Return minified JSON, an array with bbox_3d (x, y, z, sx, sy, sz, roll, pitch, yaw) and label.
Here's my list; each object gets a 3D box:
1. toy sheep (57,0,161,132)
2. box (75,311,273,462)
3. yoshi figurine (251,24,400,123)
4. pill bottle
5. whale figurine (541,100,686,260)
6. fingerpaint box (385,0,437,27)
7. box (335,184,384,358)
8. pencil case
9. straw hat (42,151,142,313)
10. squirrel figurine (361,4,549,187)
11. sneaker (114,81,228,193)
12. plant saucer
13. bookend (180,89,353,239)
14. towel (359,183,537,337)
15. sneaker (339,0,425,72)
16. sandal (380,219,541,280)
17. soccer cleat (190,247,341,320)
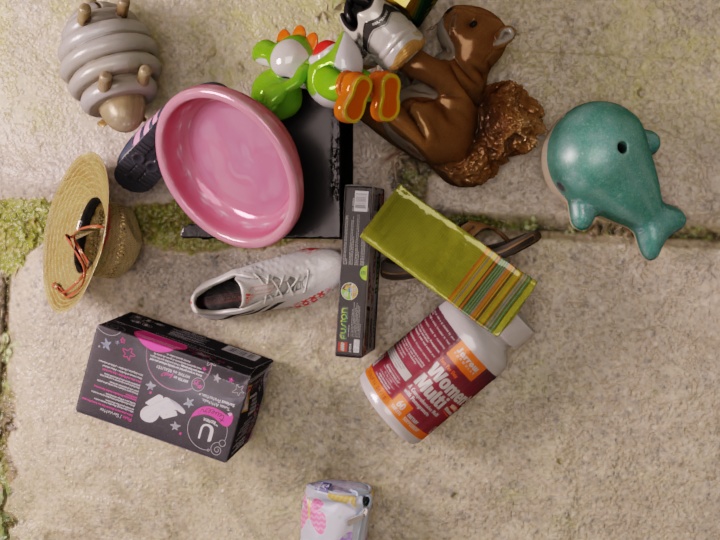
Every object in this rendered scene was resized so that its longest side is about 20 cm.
[{"bbox_3d":[-0.307,-0.262,1.677,0.137,0.138,0.202,-16,78,8],"label":"toy sheep"},{"bbox_3d":[-0.225,0.141,1.678,0.198,0.132,0.116,19,98,7],"label":"box"},{"bbox_3d":[-0.054,-0.201,1.558,0.199,0.113,0.112,26,64,41],"label":"yoshi figurine"},{"bbox_3d":[0.105,0.105,1.642,0.200,0.110,0.110,-41,86,8],"label":"pill bottle"},{"bbox_3d":[0.306,-0.107,1.603,0.159,0.104,0.200,-44,97,-17],"label":"whale figurine"},{"bbox_3d":[-0.001,-0.377,1.612,0.199,0.167,0.074,35,96,5],"label":"fingerpaint box"},{"bbox_3d":[0.000,0.000,1.653,0.034,0.110,0.202,4,92,8],"label":"box"},{"bbox_3d":[-0.030,0.355,1.681,0.090,0.083,0.202,8,94,30],"label":"pencil case"},{"bbox_3d":[-0.319,-0.039,1.705,0.085,0.201,0.203,13,95,-33],"label":"straw hat"},{"bbox_3d":[0.126,-0.209,1.634,0.199,0.141,0.187,37,86,-9],"label":"squirrel figurine"},{"bbox_3d":[-0.224,-0.178,1.663,0.199,0.082,0.070,-32,121,30],"label":"sneaker"},{"bbox_3d":[-0.142,-0.123,1.565,0.199,0.051,0.202,19,130,24],"label":"plant saucer"},{"bbox_3d":[-0.112,-0.137,1.673,0.198,0.092,0.201,-1,90,9],"label":"bookend"},{"bbox_3d":[0.102,-0.013,1.585,0.199,0.018,0.086,36,67,5],"label":"towel"},{"bbox_3d":[0.014,-0.286,1.596,0.076,0.200,0.088,-44,106,-6],"label":"sneaker"},{"bbox_3d":[0.117,-0.031,1.654,0.198,0.082,0.055,-9,97,15],"label":"sandal"},{"bbox_3d":[-0.115,0.019,1.681,0.198,0.085,0.069,-13,90,8],"label":"soccer cleat"}]
